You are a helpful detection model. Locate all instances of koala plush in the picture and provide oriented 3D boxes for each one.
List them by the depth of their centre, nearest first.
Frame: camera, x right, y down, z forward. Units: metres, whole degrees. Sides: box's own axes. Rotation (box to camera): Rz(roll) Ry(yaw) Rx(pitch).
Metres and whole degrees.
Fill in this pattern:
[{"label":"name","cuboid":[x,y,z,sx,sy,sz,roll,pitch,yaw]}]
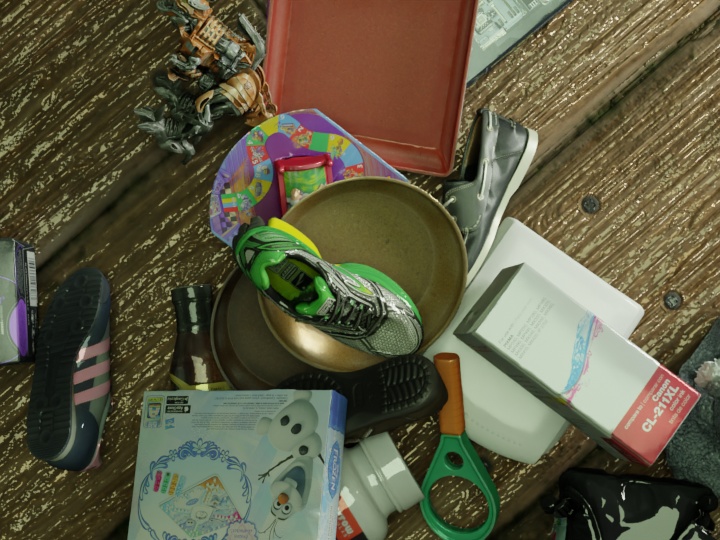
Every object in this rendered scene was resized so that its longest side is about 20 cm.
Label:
[{"label":"koala plush","cuboid":[0.373,0.136,1.649,0.177,0.200,0.184,45,88,2]}]

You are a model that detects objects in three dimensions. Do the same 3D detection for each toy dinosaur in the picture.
[{"label":"toy dinosaur","cuboid":[-0.138,-0.172,1.698,0.135,0.102,0.201,-28,88,22]}]

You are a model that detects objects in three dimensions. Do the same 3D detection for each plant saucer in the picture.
[{"label":"plant saucer","cuboid":[0.000,0.000,1.656,0.199,0.035,0.202,-4,115,-8]},{"label":"plant saucer","cuboid":[-0.047,0.048,1.705,0.199,0.035,0.202,-4,115,-9]},{"label":"plant saucer","cuboid":[0.007,-0.203,1.714,0.198,0.037,0.201,10,115,4]}]

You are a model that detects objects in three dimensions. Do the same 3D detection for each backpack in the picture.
[{"label":"backpack","cuboid":[0.255,0.295,1.678,0.166,0.127,0.202,5,89,16]}]

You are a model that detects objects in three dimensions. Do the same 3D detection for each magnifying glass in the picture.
[{"label":"magnifying glass","cuboid":[0.090,0.173,1.695,0.079,0.022,0.201,3,112,22]}]

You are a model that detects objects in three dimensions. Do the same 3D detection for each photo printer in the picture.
[{"label":"photo printer","cuboid":[0.154,0.075,1.719,0.166,0.069,0.201,35,88,2]}]

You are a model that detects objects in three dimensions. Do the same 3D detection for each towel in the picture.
[{"label":"towel","cuboid":[-0.019,-0.265,1.721,0.143,0.023,0.201,10,116,3]}]

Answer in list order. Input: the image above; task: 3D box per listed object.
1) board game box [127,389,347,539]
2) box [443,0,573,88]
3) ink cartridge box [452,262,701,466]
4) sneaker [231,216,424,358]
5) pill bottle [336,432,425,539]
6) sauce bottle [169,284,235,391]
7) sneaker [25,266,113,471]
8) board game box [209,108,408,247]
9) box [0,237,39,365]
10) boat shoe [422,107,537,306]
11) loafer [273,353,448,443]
[{"label":"board game box","cuboid":[-0.116,0.211,1.622,0.199,0.043,0.200,-2,72,24]},{"label":"box","cuboid":[0.100,-0.305,1.750,0.157,0.051,0.200,-40,88,-2]},{"label":"ink cartridge box","cuboid":[0.193,0.084,1.611,0.200,0.146,0.083,37,86,-2]},{"label":"sneaker","cuboid":[-0.028,0.031,1.597,0.199,0.085,0.078,27,107,-21]},{"label":"pill bottle","cuboid":[-0.043,0.233,1.691,0.199,0.111,0.112,-31,87,-1]},{"label":"sauce bottle","cuboid":[-0.152,0.115,1.724,0.066,0.066,0.202,-7,84,0]},{"label":"sneaker","cuboid":[-0.272,0.100,1.731,0.070,0.082,0.201,-3,66,30]},{"label":"board game box","cuboid":[-0.043,-0.055,1.705,0.200,0.039,0.158,37,98,-19]},{"label":"box","cuboid":[-0.418,0.036,1.707,0.198,0.106,0.123,-3,87,0]},{"label":"boat shoe","cuboid":[0.101,-0.060,1.719,0.067,0.072,0.201,27,83,-21]},{"label":"loafer","cuboid":[-0.003,0.133,1.662,0.199,0.071,0.074,-12,63,30]}]
